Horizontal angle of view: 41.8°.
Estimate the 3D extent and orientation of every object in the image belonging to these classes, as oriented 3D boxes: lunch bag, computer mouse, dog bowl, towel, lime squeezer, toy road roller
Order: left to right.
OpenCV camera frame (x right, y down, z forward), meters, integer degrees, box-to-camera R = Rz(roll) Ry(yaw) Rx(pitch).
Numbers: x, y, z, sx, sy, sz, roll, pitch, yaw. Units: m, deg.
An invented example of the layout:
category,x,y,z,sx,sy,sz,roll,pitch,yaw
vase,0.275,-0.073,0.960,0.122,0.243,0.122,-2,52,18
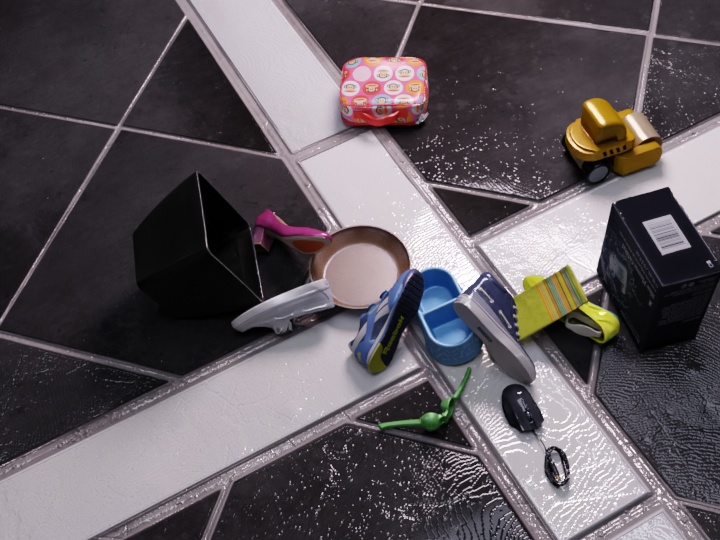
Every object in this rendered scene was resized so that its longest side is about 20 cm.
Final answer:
category,x,y,z,sx,sy,sz,roll,pitch,yaw
lunch bag,0.052,-0.386,2.078,0.197,0.082,0.178,1,54,5
lime squeezer,0.132,0.241,1.639,0.199,0.038,0.070,-31,25,-16
dog bowl,0.152,0.077,1.733,0.110,0.050,0.201,-23,55,-1
towel,0.307,0.071,1.700,0.199,0.018,0.087,-32,51,14
computer mouse,0.297,0.273,1.593,0.058,0.034,0.201,-21,55,-12
toy road roller,0.514,-0.280,1.917,0.198,0.147,0.124,-18,54,-8

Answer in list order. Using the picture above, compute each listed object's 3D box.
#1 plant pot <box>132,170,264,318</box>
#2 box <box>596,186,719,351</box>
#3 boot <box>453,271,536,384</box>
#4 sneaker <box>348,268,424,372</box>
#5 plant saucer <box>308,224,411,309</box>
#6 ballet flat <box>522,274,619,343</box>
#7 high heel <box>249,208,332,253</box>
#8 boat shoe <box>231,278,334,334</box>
category,x,y,z,sx,sy,sz,roll,pitch,yaw
plant pot,-0.317,-0.026,1.773,0.176,0.200,0.201,-25,52,12
box,0.522,0.000,1.672,0.116,0.201,0.198,-14,52,-7
boot,0.258,0.100,1.660,0.090,0.073,0.200,-43,96,-25
sneaker,0.044,0.080,1.708,0.082,0.074,0.201,24,80,40
plant saucer,0.000,0.000,1.823,0.197,0.037,0.202,-2,54,3
ballet flat,0.374,0.072,1.714,0.199,0.067,0.067,28,50,21
high heel,-0.131,-0.087,1.851,0.198,0.068,0.097,1,60,31
boat shoe,-0.142,0.081,1.756,0.198,0.072,0.069,-23,88,0
